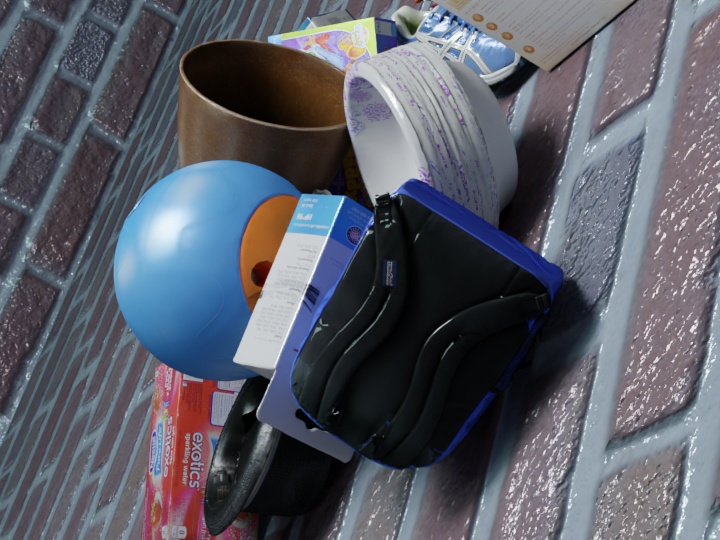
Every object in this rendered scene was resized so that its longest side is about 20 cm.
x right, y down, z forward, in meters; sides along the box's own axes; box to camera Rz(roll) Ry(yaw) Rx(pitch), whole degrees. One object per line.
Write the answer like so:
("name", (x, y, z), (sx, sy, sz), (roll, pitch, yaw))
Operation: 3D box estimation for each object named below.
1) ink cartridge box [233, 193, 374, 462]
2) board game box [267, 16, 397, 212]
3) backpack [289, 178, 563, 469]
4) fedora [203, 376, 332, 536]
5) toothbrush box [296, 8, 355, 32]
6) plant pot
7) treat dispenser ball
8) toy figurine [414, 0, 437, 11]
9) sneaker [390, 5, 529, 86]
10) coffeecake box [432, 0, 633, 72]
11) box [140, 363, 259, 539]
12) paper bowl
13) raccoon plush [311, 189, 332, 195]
("ink cartridge box", (-0.029, 0.049, 1.340), (0.068, 0.116, 0.200), (7, 70, 52))
("board game box", (-0.023, -0.154, 1.638), (0.134, 0.045, 0.201), (-5, 89, 32))
("backpack", (0.053, 0.051, 1.241), (0.200, 0.162, 0.168), (-59, -10, 13))
("fedora", (-0.079, 0.177, 1.506), (0.201, 0.091, 0.201), (-160, 90, -76))
("toothbrush box", (-0.047, -0.188, 1.874), (0.085, 0.146, 0.200), (-24, -21, -53))
("plant pot", (-0.107, -0.100, 1.577), (0.187, 0.186, 0.200), (-92, 15, -59))
("treat dispenser ball", (-0.124, 0.000, 1.432), (0.201, 0.201, 0.201), (-52, 19, 27))
("toy figurine", (0.079, -0.336, 1.705), (0.150, 0.184, 0.200), (-42, 27, 48))
("sneaker", (0.104, -0.234, 1.589), (0.200, 0.077, 0.076), (2, 45, 48))
("coffeecake box", (0.141, -0.290, 1.429), (0.153, 0.200, 0.073), (-37, 29, 52))
("box", (-0.162, 0.193, 1.634), (0.095, 0.099, 0.201), (148, 127, -61))
("paper bowl", (0.069, -0.109, 1.421), (0.104, 0.201, 0.201), (-23, 11, -14))
("raccoon plush", (0.000, 0.000, 1.491), (0.097, 0.134, 0.200), (-53, 22, 13))
